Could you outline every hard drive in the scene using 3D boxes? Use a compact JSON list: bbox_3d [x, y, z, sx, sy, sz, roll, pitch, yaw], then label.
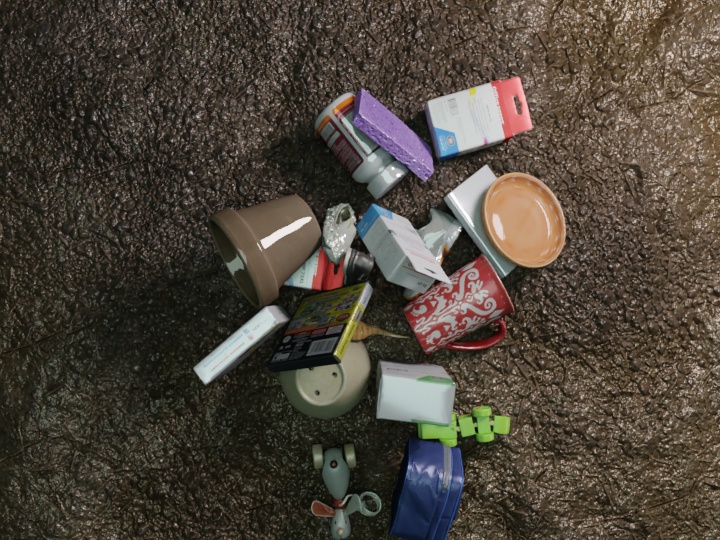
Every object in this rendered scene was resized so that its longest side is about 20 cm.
[{"bbox_3d":[0.275,-0.103,1.419,0.131,0.026,0.202,-36,89,-27],"label":"hard drive"}]

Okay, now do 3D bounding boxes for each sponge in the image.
[{"bbox_3d":[0.066,-0.272,1.372,0.198,0.113,0.030,34,123,-24],"label":"sponge"}]

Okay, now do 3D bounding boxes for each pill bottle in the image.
[{"bbox_3d":[0.003,-0.253,1.406,0.109,0.110,0.201,-39,89,0],"label":"pill bottle"}]

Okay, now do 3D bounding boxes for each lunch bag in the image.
[{"bbox_3d":[0.137,0.451,1.372,0.129,0.136,0.204,13,113,2],"label":"lunch bag"}]

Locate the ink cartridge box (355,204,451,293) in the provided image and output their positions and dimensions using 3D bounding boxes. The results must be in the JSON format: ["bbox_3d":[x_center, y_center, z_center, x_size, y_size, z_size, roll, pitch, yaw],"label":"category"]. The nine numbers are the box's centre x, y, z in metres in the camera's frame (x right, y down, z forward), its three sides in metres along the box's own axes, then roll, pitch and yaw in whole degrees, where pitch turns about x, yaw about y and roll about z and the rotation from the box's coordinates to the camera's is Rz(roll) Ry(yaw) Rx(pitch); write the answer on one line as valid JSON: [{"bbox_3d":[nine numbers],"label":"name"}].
[{"bbox_3d":[0.082,-0.030,1.344,0.067,0.115,0.202,-49,46,21],"label":"ink cartridge box"}]

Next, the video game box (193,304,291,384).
[{"bbox_3d":[-0.228,0.142,1.360,0.181,0.200,0.047,-38,88,-1],"label":"video game box"}]

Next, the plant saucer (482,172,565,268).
[{"bbox_3d":[0.331,-0.100,1.406,0.196,0.037,0.205,7,71,-20],"label":"plant saucer"}]

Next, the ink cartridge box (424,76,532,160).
[{"bbox_3d":[0.242,-0.313,1.419,0.195,0.067,0.119,-15,90,0],"label":"ink cartridge box"}]

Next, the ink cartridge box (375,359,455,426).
[{"bbox_3d":[0.102,0.237,1.357,0.142,0.200,0.090,6,93,0],"label":"ink cartridge box"}]

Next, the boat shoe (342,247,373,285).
[{"bbox_3d":[0.000,0.000,1.357,0.056,0.200,0.068,17,84,5],"label":"boat shoe"}]

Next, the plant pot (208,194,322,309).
[{"bbox_3d":[-0.171,-0.054,1.317,0.173,0.200,0.203,-31,89,-20],"label":"plant pot"}]

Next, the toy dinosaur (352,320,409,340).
[{"bbox_3d":[-0.002,0.120,1.415,0.061,0.198,0.107,-51,58,29],"label":"toy dinosaur"}]

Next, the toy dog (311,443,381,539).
[{"bbox_3d":[-0.044,0.450,1.407,0.130,0.096,0.203,-26,89,0],"label":"toy dog"}]

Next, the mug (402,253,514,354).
[{"bbox_3d":[0.205,0.093,1.394,0.197,0.133,0.180,-29,87,3],"label":"mug"}]

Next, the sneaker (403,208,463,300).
[{"bbox_3d":[0.132,-0.036,1.429,0.091,0.076,0.202,31,82,8],"label":"sneaker"}]

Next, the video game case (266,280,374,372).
[{"bbox_3d":[-0.078,0.110,1.331,0.026,0.197,0.183,47,50,-27],"label":"video game case"}]

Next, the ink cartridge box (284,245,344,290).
[{"bbox_3d":[-0.128,-0.024,1.426,0.195,0.067,0.119,8,88,1],"label":"ink cartridge box"}]

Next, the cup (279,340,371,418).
[{"bbox_3d":[-0.075,0.210,1.387,0.195,0.143,0.206,0,90,0],"label":"cup"}]

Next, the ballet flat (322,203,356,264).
[{"bbox_3d":[-0.039,-0.085,1.362,0.070,0.201,0.073,-1,119,-1],"label":"ballet flat"}]

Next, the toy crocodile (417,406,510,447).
[{"bbox_3d":[0.216,0.323,1.429,0.195,0.062,0.069,-8,90,5],"label":"toy crocodile"}]
